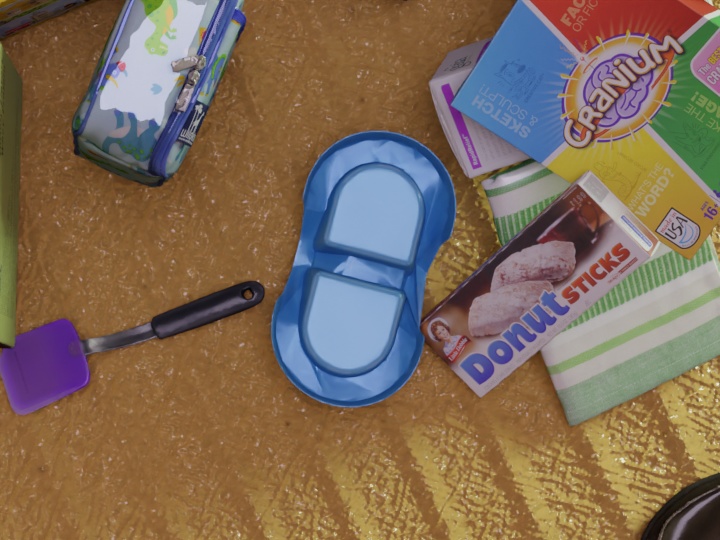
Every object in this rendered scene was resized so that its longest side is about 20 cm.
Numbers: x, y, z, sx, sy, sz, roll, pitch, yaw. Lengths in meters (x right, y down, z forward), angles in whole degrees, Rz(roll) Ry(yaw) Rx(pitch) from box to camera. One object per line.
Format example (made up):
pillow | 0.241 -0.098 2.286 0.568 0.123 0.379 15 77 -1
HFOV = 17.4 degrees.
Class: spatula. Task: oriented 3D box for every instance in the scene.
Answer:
spatula | -0.164 0.046 1.694 0.199 0.021 0.057 -19 76 -9

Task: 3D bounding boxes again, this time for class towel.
towel | 0.185 -0.006 1.705 0.152 0.023 0.201 -25 110 -6

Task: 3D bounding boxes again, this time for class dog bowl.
dog bowl | 0.000 0.000 1.701 0.111 0.050 0.201 14 85 -5

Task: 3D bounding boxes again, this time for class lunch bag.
lunch bag | -0.135 -0.143 1.619 0.082 0.200 0.161 23 84 -5

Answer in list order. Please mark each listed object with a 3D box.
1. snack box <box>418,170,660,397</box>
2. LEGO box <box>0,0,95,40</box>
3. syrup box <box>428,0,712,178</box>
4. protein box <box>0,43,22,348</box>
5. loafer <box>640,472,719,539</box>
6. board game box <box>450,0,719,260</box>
snack box | 0.122 0.012 1.657 0.072 0.200 0.024 44 42 -2
LEGO box | -0.222 -0.226 1.640 0.199 0.149 0.077 -24 89 -6
syrup box | 0.156 -0.141 1.666 0.199 0.079 0.082 -17 105 18
protein box | -0.307 -0.050 1.593 0.134 0.200 0.199 1 86 -3
loafer | 0.293 0.172 1.711 0.200 0.071 0.073 -30 90 -7
board game box | 0.185 -0.124 1.601 0.200 0.040 0.153 32 113 -1
